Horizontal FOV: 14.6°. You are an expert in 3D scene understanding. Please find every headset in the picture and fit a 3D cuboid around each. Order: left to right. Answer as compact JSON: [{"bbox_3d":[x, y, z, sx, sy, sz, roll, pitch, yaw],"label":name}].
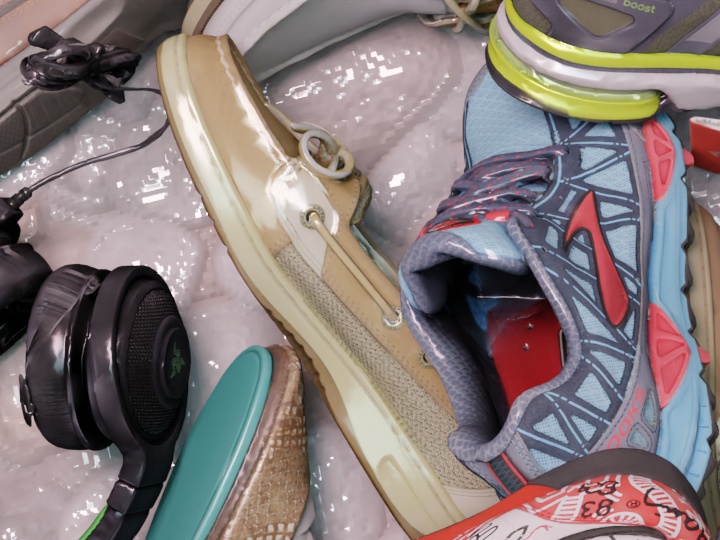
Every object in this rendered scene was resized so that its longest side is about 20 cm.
[{"bbox_3d":[-0.117,0.018,0.951,0.123,0.094,0.200,22,97,17],"label":"headset"}]

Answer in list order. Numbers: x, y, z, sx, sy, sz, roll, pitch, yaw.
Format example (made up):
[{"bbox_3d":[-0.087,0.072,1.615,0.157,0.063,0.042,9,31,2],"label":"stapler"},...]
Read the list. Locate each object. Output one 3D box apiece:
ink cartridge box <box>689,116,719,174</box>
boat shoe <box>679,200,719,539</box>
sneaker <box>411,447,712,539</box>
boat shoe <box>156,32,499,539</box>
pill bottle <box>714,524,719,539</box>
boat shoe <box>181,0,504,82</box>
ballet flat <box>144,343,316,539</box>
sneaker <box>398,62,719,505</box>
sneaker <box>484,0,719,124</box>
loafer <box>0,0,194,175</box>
[{"bbox_3d":[0.198,0.005,0.911,0.200,0.109,0.050,16,87,9],"label":"ink cartridge box"},{"bbox_3d":[0.118,0.072,0.943,0.064,0.071,0.200,4,76,-27],"label":"boat shoe"},{"bbox_3d":[0.011,0.126,0.803,0.201,0.108,0.067,-29,105,12],"label":"sneaker"},{"bbox_3d":[0.000,0.001,0.944,0.063,0.073,0.201,-30,94,6],"label":"boat shoe"},{"bbox_3d":[0.146,0.126,0.824,0.109,0.109,0.200,20,44,8],"label":"pill bottle"},{"bbox_3d":[0.034,-0.117,0.961,0.200,0.075,0.068,-34,79,4],"label":"boat shoe"},{"bbox_3d":[-0.054,0.123,0.963,0.065,0.071,0.200,28,91,-18],"label":"ballet flat"},{"bbox_3d":[0.057,-0.006,0.902,0.079,0.095,0.200,-38,43,31],"label":"sneaker"},{"bbox_3d":[0.142,-0.100,0.920,0.200,0.081,0.074,-8,44,-10],"label":"sneaker"},{"bbox_3d":[-0.083,-0.111,0.980,0.200,0.072,0.063,-37,74,5],"label":"loafer"}]
